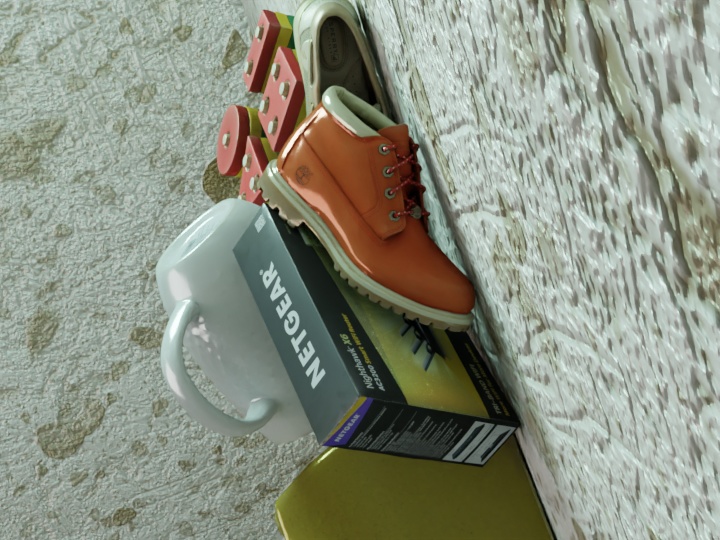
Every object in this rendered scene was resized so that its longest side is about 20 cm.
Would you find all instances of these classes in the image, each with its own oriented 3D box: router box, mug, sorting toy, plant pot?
[{"bbox_3d":[0.009,0.047,0.844,0.157,0.052,0.200,14,-146,-39],"label":"router box"},{"bbox_3d":[-0.091,0.048,0.949,0.175,0.147,0.200,49,-137,-18],"label":"mug"},{"bbox_3d":[-0.074,-0.130,1.059,0.200,0.069,0.199,-114,39,-50],"label":"sorting toy"},{"bbox_3d":[0.040,0.216,0.954,0.194,0.199,0.196,83,167,-75],"label":"plant pot"}]

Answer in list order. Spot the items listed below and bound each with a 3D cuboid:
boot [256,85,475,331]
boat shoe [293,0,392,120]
[{"bbox_3d":[0.020,-0.045,0.823,0.200,0.107,0.075,43,-157,18],"label":"boot"},{"bbox_3d":[-0.008,-0.119,0.916,0.065,0.072,0.201,-114,11,-64],"label":"boat shoe"}]
